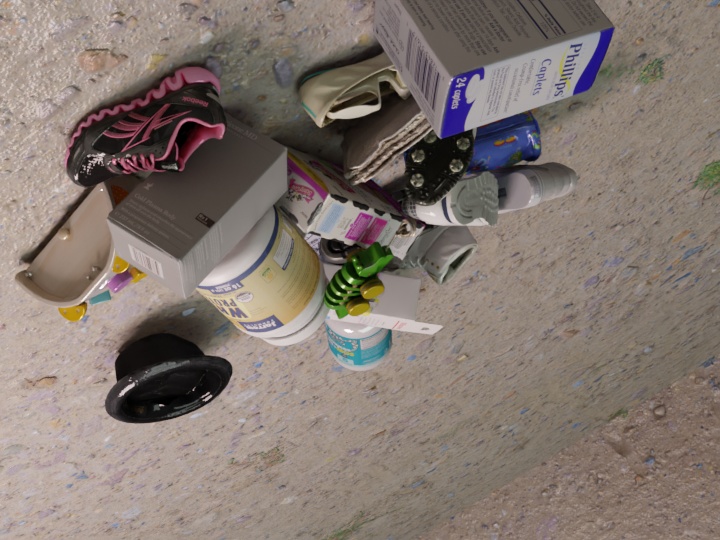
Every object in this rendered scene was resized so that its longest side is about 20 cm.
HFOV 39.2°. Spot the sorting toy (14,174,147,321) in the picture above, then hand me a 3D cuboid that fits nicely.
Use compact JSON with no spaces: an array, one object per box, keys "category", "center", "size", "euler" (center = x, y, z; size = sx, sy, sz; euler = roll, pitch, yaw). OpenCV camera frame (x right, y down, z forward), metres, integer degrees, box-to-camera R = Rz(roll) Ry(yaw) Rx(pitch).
[{"category":"sorting toy","center":[-0.294,-0.027,1.268],"size":[0.200,0.107,0.180],"euler":[-43,168,27]}]

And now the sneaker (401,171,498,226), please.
[{"category":"sneaker","center":[0.130,-0.094,1.375],"size":[0.080,0.076,0.200],"euler":[-6,178,28]}]

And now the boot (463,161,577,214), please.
[{"category":"boot","center":[0.227,-0.119,1.486],"size":[0.096,0.074,0.200],"euler":[-12,-171,-28]}]

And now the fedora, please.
[{"category":"fedora","center":[-0.300,0.153,1.543],"size":[0.200,0.092,0.201],"euler":[-21,152,-12]}]

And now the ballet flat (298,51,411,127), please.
[{"category":"ballet flat","center":[0.025,-0.225,1.216],"size":[0.200,0.070,0.069],"euler":[-23,152,-9]}]

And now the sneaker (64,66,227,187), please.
[{"category":"sneaker","center":[-0.232,-0.138,1.107],"size":[0.200,0.095,0.079],"euler":[-30,154,8]}]

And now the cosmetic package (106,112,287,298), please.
[{"category":"cosmetic package","center":[-0.179,-0.078,1.152],"size":[0.200,0.107,0.090],"euler":[-53,164,-28]}]

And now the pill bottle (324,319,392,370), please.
[{"category":"pill bottle","center":[-0.005,0.078,1.659],"size":[0.111,0.111,0.200],"euler":[-23,151,-9]}]

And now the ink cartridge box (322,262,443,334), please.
[{"category":"ink cartridge box","center":[0.022,0.043,1.501],"size":[0.200,0.068,0.115],"euler":[10,170,-3]}]

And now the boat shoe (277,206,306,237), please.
[{"category":"boat shoe","center":[-0.140,-0.038,1.417],"size":[0.200,0.073,0.062],"euler":[-44,-168,15]}]

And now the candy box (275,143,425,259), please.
[{"category":"candy box","center":[-0.028,-0.089,1.310],"size":[0.200,0.136,0.061],"euler":[13,115,-50]}]

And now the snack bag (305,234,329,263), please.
[{"category":"snack bag","center":[-0.045,-0.038,1.520],"size":[0.200,0.021,0.189],"euler":[-31,153,7]}]

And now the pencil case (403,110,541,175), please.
[{"category":"pencil case","center":[0.160,-0.170,1.413],"size":[0.200,0.078,0.087],"euler":[-17,175,-22]}]

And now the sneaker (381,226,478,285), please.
[{"category":"sneaker","center":[0.078,-0.017,1.523],"size":[0.200,0.116,0.074],"euler":[-33,155,11]}]

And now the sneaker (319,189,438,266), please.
[{"category":"sneaker","center":[0.036,-0.060,1.477],"size":[0.200,0.075,0.079],"euler":[-20,160,-2]}]

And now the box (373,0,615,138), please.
[{"category":"box","center":[0.140,-0.267,1.119],"size":[0.200,0.184,0.105],"euler":[-19,150,-14]}]

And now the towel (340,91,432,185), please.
[{"category":"towel","center":[0.055,-0.193,1.245],"size":[0.200,0.133,0.034],"euler":[-38,115,16]}]

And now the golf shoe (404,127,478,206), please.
[{"category":"golf shoe","center":[0.117,-0.161,1.297],"size":[0.088,0.077,0.200],"euler":[69,42,-65]}]

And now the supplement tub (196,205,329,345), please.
[{"category":"supplement tub","center":[-0.133,-0.002,1.295],"size":[0.144,0.144,0.200],"euler":[-31,139,8]}]

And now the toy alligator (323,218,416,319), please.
[{"category":"toy alligator","center":[0.000,0.000,1.266],"size":[0.054,0.059,0.200],"euler":[-4,146,-36]}]
